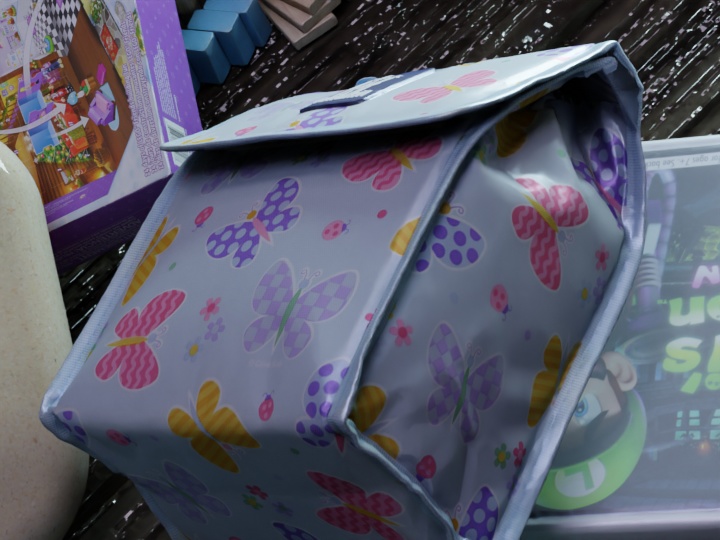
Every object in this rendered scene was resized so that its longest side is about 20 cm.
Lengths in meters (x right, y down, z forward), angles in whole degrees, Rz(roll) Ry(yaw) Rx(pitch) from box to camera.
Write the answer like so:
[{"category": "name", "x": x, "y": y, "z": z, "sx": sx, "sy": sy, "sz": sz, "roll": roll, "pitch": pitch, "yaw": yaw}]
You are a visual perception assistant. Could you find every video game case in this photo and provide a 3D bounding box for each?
[{"category": "video game case", "x": 0.128, "y": 0.024, "z": 1.081, "sx": 0.200, "sy": 0.023, "sz": 0.182, "roll": -4, "pitch": 53, "yaw": 19}]

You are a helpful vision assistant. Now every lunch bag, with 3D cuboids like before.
[{"category": "lunch bag", "x": 0.000, "y": 0.000, "z": 1.062, "sx": 0.169, "sy": 0.127, "sz": 0.200, "roll": -2, "pitch": 50, "yaw": 46}]

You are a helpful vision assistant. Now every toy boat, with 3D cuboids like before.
[{"category": "toy boat", "x": -0.188, "y": 0.046, "z": 1.136, "sx": 0.130, "sy": 0.131, "sz": 0.200, "roll": -3, "pitch": 69, "yaw": -25}]

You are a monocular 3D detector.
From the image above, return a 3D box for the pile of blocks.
[{"category": "pile of blocks", "x": -0.062, "y": -0.132, "z": 1.256, "sx": 0.200, "sy": 0.062, "sz": 0.082, "roll": -37, "pitch": 49, "yaw": -8}]

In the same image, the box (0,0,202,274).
[{"category": "box", "x": -0.144, "y": -0.095, "z": 1.222, "sx": 0.137, "sy": 0.039, "sz": 0.200, "roll": -24, "pitch": 63, "yaw": 22}]
